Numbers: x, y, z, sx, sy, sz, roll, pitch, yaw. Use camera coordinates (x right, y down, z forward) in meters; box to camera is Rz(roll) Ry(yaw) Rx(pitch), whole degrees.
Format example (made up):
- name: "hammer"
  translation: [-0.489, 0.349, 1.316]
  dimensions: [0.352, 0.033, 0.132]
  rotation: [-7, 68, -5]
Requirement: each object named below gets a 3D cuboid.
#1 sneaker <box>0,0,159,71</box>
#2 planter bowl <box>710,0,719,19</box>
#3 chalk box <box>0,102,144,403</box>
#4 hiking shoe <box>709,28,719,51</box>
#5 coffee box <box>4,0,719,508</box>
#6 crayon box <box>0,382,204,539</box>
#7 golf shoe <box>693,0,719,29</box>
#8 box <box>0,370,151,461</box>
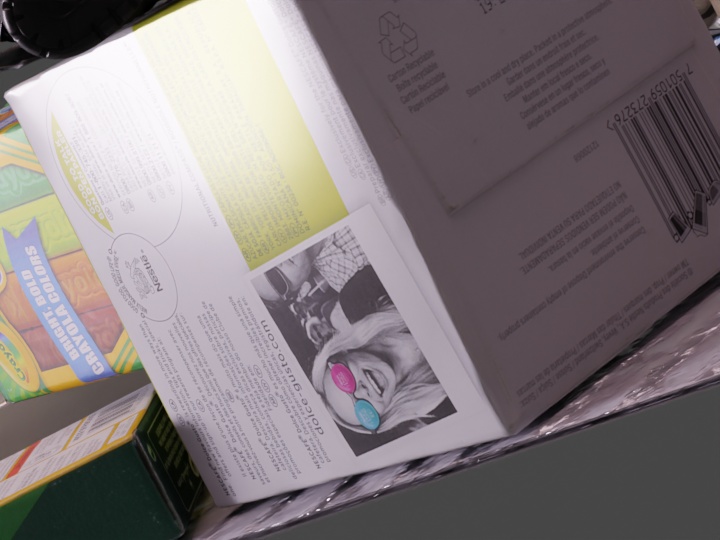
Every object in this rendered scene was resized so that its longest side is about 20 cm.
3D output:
- name: "sneaker"
  translation: [-0.085, -0.132, 1.068]
  dimensions: [0.199, 0.060, 0.104]
  rotation: [-34, 13, -5]
- name: "planter bowl"
  translation: [0.214, -0.063, 0.756]
  dimensions: [0.200, 0.135, 0.200]
  rotation: [-28, 7, 4]
- name: "chalk box"
  translation: [-0.121, -0.026, 1.278]
  dimensions: [0.200, 0.125, 0.124]
  rotation: [-18, 15, 48]
- name: "hiking shoe"
  translation: [0.167, -0.079, 1.296]
  dimensions: [0.199, 0.075, 0.087]
  rotation: [-25, 7, 19]
- name: "coffee box"
  translation: [0.015, -0.048, 1.134]
  dimensions: [0.199, 0.201, 0.197]
  rotation: [-33, 9, -40]
- name: "crayon box"
  translation: [-0.167, 0.123, 1.213]
  dimensions: [0.199, 0.052, 0.126]
  rotation: [-26, 7, 7]
- name: "golf shoe"
  translation: [0.228, -0.133, 1.461]
  dimensions: [0.200, 0.097, 0.079]
  rotation: [17, 77, 46]
- name: "box"
  translation: [-0.090, 0.053, 1.354]
  dimensions: [0.199, 0.069, 0.082]
  rotation: [-27, 7, 8]
